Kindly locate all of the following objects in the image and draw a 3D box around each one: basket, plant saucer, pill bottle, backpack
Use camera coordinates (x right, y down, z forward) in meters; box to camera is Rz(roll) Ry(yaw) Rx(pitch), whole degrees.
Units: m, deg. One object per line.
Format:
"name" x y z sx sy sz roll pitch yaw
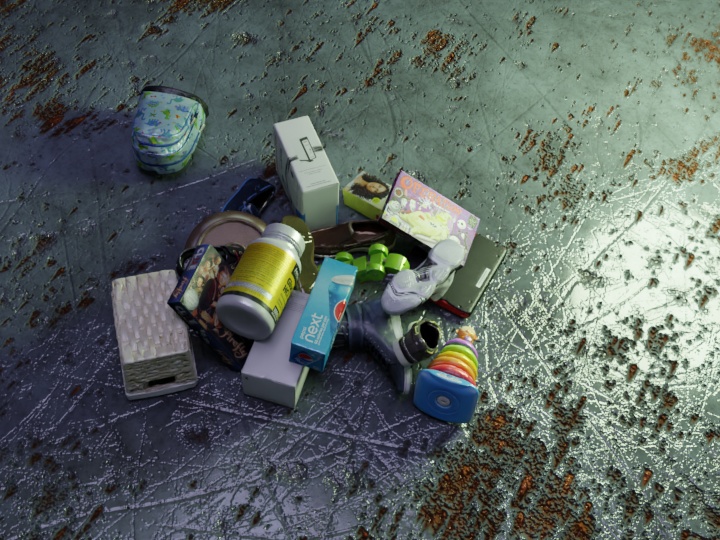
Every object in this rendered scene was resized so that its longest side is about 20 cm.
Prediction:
"basket" -0.381 0.112 1.615 0.134 0.124 0.202 -11 55 -12
"plant saucer" -0.249 -0.024 1.737 0.197 0.032 0.203 3 77 -11
"pill bottle" -0.175 0.016 1.613 0.111 0.113 0.202 18 56 8
"backpack" -0.425 -0.304 1.916 0.161 0.154 0.203 13 67 -3

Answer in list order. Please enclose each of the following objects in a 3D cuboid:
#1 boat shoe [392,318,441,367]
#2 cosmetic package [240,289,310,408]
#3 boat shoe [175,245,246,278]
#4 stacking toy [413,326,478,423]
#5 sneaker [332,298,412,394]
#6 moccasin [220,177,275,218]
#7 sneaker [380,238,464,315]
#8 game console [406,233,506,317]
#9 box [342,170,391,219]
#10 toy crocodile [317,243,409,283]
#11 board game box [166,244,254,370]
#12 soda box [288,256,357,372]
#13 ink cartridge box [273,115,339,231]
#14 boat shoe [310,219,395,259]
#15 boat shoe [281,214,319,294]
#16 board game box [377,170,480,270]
"boat shoe" 0.119 0.126 1.624 0.060 0.201 0.072 -30 89 21
"cosmetic package" -0.138 0.139 1.641 0.106 0.085 0.202 16 55 8
"boat shoe" -0.251 -0.009 1.686 0.198 0.063 0.075 0 74 -12
"stacking toy" 0.181 0.173 1.647 0.115 0.111 0.201 18 43 11
"sneaker" 0.014 0.148 1.651 0.144 0.077 0.204 -7 54 -12
"moccasin" -0.237 -0.122 1.821 0.067 0.081 0.202 10 54 19
"sneaker" 0.117 0.032 1.694 0.199 0.115 0.075 -40 72 -20
"game console" 0.187 -0.011 1.816 0.175 0.031 0.201 29 57 11
"box" 0.059 -0.134 1.858 0.199 0.050 0.075 30 58 26
"toy crocodile" 0.000 0.000 1.748 0.197 0.062 0.068 -11 47 21
"board game box" -0.257 0.069 1.620 0.034 0.201 0.137 -7 46 33
"soda box" -0.066 0.077 1.604 0.067 0.064 0.202 18 55 4
"ink cartridge box" -0.115 -0.198 1.849 0.083 0.147 0.201 -16 56 -14
"boat shoe" -0.026 -0.076 1.811 0.199 0.075 0.075 -6 55 -9
"boat shoe" -0.125 -0.013 1.755 0.071 0.066 0.203 -2 59 -32
"board game box" 0.140 -0.101 1.784 0.198 0.032 0.121 29 60 -13
